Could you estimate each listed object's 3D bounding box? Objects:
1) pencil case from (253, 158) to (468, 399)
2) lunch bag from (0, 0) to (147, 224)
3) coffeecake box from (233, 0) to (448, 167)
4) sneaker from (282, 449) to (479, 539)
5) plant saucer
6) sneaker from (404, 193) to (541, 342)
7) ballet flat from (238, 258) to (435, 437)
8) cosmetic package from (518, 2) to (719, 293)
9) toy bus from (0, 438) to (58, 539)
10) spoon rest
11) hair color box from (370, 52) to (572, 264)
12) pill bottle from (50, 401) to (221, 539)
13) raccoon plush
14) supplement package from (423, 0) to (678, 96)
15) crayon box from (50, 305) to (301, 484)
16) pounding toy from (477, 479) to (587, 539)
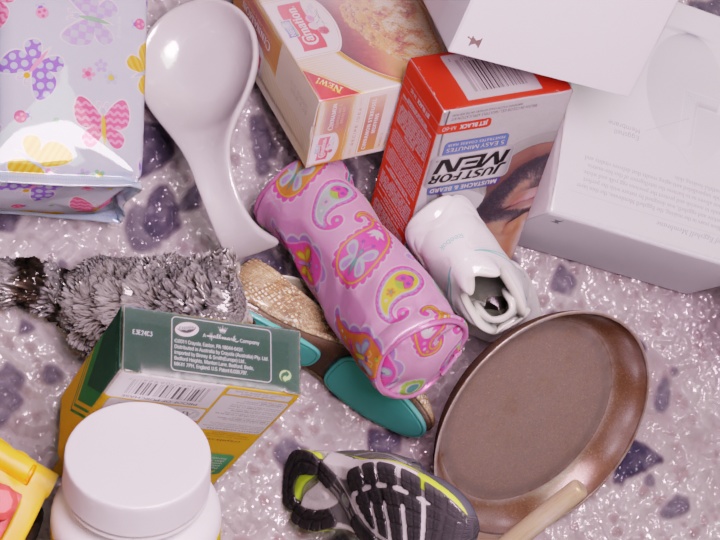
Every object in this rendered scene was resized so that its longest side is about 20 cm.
[{"bbox_3d":[0.000,0.000,1.368,0.087,0.088,0.200,-17,50,-24],"label":"pencil case"},{"bbox_3d":[-0.255,-0.129,1.312,0.199,0.127,0.171,4,76,-14],"label":"lunch bag"},{"bbox_3d":[0.021,-0.174,1.422,0.199,0.073,0.154,-14,54,-24],"label":"coffeecake box"},{"bbox_3d":[0.026,0.161,1.343,0.081,0.200,0.074,-6,101,-34],"label":"sneaker"},{"bbox_3d":[0.135,0.113,1.431,0.199,0.032,0.201,-17,126,-25],"label":"plant saucer"},{"bbox_3d":[0.095,0.021,1.405,0.070,0.200,0.080,-36,57,5],"label":"sneaker"},{"bbox_3d":[-0.019,0.053,1.410,0.200,0.070,0.066,34,53,-18],"label":"ballet flat"},{"bbox_3d":[0.226,-0.105,1.504,0.198,0.123,0.201,16,75,-19],"label":"cosmetic package"},{"bbox_3d":[-0.284,0.189,1.208,0.135,0.192,0.201,32,72,-16],"label":"toy bus"},{"bbox_3d":[-0.109,-0.111,1.380,0.099,0.061,0.201,-19,74,13],"label":"spoon rest"},{"bbox_3d":[0.076,-0.073,1.397,0.110,0.201,0.064,-12,52,-24],"label":"hair color box"},{"bbox_3d":[-0.151,0.192,1.247,0.114,0.201,0.115,4,40,-4],"label":"pill bottle"},{"bbox_3d":[-0.174,0.027,1.310,0.199,0.134,0.097,-1,81,-23],"label":"raccoon plush"},{"bbox_3d":[0.132,-0.253,1.342,0.150,0.152,0.200,11,32,-22],"label":"supplement package"},{"bbox_3d":[-0.134,0.093,1.291,0.125,0.200,0.052,9,61,-21],"label":"crayon box"},{"bbox_3d":[0.069,0.250,1.326,0.184,0.200,0.143,-32,102,-24],"label":"pounding toy"}]
